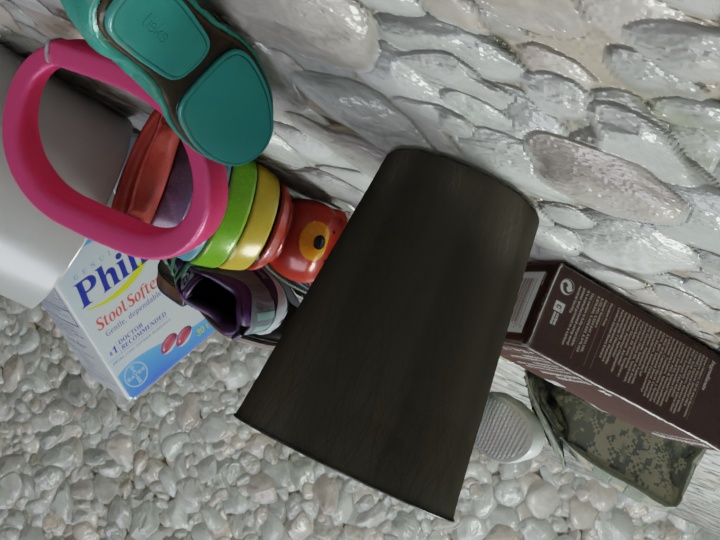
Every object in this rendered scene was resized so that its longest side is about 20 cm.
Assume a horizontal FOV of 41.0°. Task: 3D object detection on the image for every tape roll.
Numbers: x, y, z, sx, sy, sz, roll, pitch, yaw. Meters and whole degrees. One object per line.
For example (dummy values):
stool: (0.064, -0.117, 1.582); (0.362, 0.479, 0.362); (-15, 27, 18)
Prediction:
tape roll: (-0.320, -0.086, 0.880); (0.139, 0.203, 0.202); (30, 170, -26)

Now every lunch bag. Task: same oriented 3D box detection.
lunch bag: (0.257, 0.163, 1.017); (0.199, 0.118, 0.164); (29, 173, 19)

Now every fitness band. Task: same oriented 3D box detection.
fitness band: (-0.182, -0.088, 0.704); (0.199, 0.144, 0.037); (23, -153, 20)

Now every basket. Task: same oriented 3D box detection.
basket: (0.028, 0.035, 0.627); (0.136, 0.201, 0.180); (31, 170, -35)

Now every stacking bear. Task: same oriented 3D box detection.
stacking bear: (-0.105, -0.048, 0.837); (0.199, 0.122, 0.114); (21, 171, -22)

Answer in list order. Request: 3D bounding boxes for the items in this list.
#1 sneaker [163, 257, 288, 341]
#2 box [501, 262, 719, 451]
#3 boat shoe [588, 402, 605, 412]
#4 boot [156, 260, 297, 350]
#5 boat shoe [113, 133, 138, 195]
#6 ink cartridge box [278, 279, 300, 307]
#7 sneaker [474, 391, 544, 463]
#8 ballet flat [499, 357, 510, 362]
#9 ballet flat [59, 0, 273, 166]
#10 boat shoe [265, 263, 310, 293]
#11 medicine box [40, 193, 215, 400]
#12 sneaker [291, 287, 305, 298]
sneaker: (-0.155, -0.017, 0.890); (0.200, 0.075, 0.087); (41, -160, 12)
box: (0.198, 0.069, 0.771); (0.199, 0.075, 0.100); (26, 171, -18)
boat shoe: (0.155, 0.056, 0.846); (0.199, 0.063, 0.071); (29, 172, -16)
boot: (-0.122, 0.005, 0.952); (0.199, 0.097, 0.075); (23, -145, 22)
boat shoe: (-0.205, -0.066, 1.021); (0.200, 0.068, 0.057); (59, 175, -35)
ink cartridge box: (-0.123, -0.024, 1.040); (0.200, 0.037, 0.095); (57, 173, -9)
sneaker: (0.162, 0.167, 1.063); (0.082, 0.074, 0.200); (1, -179, -20)
ballet flat: (0.096, 0.058, 0.898); (0.200, 0.071, 0.071); (18, 178, -42)
ballet flat: (-0.106, -0.127, 0.548); (0.070, 0.067, 0.200); (48, 180, 22)
boat shoe: (-0.001, 0.002, 0.926); (0.199, 0.075, 0.066); (26, 169, -9)
medicine box: (-0.262, 0.008, 1.098); (0.103, 0.182, 0.201); (17, 140, 47)
sneaker: (-0.058, -0.006, 1.041); (0.082, 0.073, 0.200); (26, 170, 26)
